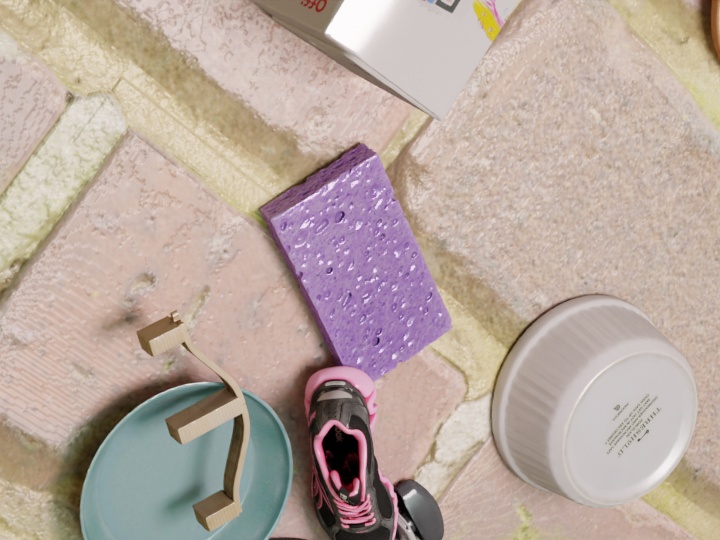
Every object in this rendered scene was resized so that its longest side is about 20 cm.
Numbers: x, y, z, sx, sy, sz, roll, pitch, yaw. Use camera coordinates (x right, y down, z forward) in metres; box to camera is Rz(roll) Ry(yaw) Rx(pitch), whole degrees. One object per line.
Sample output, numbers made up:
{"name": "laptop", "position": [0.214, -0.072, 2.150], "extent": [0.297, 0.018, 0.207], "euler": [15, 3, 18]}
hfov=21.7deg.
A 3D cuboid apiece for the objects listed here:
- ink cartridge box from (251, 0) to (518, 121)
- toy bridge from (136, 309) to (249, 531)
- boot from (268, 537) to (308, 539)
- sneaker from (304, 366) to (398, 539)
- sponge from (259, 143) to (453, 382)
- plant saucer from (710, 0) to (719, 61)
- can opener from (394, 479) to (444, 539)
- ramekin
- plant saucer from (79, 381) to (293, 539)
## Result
{"name": "ink cartridge box", "position": [0.036, -0.251, 1.492], "extent": [0.144, 0.147, 0.201], "euler": [32, 92, -35]}
{"name": "toy bridge", "position": [-0.129, 0.120, 1.573], "extent": [0.067, 0.027, 0.201], "euler": [-26, 120, -22]}
{"name": "boot", "position": [-0.011, 0.314, 1.695], "extent": [0.199, 0.138, 0.078], "euler": [24, 96, -34]}
{"name": "sneaker", "position": [-0.011, 0.189, 1.659], "extent": [0.078, 0.096, 0.201], "euler": [-10, 117, 4]}
{"name": "sponge", "position": [0.000, 0.000, 1.643], "extent": [0.111, 0.030, 0.201], "euler": [-34, 123, -14]}
{"name": "plant saucer", "position": [0.405, -0.260, 1.772], "extent": [0.199, 0.037, 0.202], "euler": [-12, 114, -27]}
{"name": "can opener", "position": [0.070, 0.290, 1.785], "extent": [0.066, 0.053, 0.201], "euler": [-32, 122, -17]}
{"name": "ramekin", "position": [0.231, 0.132, 1.791], "extent": [0.201, 0.094, 0.204], "euler": [-11, 114, -26]}
{"name": "plant saucer", "position": [-0.154, 0.183, 1.622], "extent": [0.199, 0.036, 0.201], "euler": [-11, 114, -27]}
